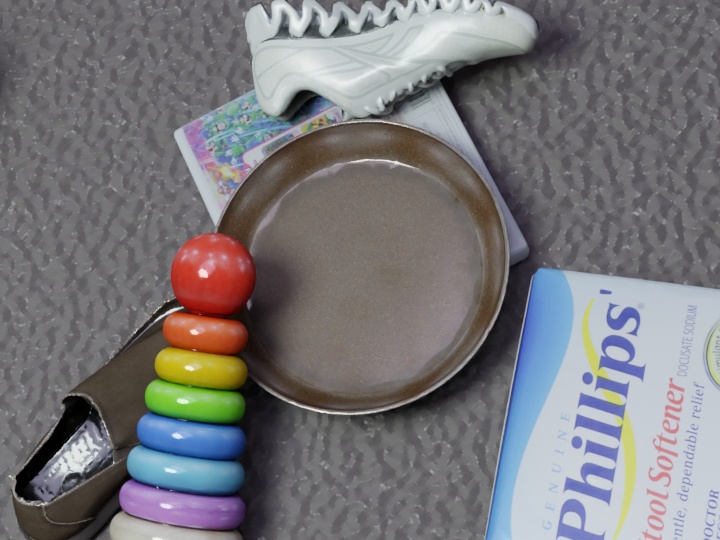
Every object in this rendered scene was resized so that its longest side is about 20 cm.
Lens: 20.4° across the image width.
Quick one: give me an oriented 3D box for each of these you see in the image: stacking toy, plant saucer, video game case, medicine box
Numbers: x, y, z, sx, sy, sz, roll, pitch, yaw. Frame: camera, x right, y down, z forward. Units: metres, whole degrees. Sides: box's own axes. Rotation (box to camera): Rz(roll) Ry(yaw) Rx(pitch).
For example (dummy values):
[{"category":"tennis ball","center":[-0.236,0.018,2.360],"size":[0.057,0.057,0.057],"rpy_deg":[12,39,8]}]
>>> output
[{"category":"stacking toy","center":[-0.100,0.077,1.252],"size":[0.085,0.085,0.202],"rpy_deg":[10,89,16]},{"category":"plant saucer","center":[0.000,0.000,1.298],"size":[0.198,0.032,0.202],"rpy_deg":[-4,69,11]},{"category":"video game case","center":[-0.009,-0.053,1.350],"size":[0.181,0.024,0.201],"rpy_deg":[-27,66,1]},{"category":"medicine box","center":[0.189,0.110,1.197],"size":[0.198,0.103,0.184],"rpy_deg":[7,70,14]}]

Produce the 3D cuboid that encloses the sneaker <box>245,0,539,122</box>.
[{"category":"sneaker","center":[0.022,-0.140,1.333],"size":[0.198,0.075,0.082],"rpy_deg":[-3,82,13]}]

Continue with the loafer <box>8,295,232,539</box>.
[{"category":"loafer","center":[-0.152,0.094,1.294],"size":[0.073,0.071,0.201],"rpy_deg":[31,78,22]}]
